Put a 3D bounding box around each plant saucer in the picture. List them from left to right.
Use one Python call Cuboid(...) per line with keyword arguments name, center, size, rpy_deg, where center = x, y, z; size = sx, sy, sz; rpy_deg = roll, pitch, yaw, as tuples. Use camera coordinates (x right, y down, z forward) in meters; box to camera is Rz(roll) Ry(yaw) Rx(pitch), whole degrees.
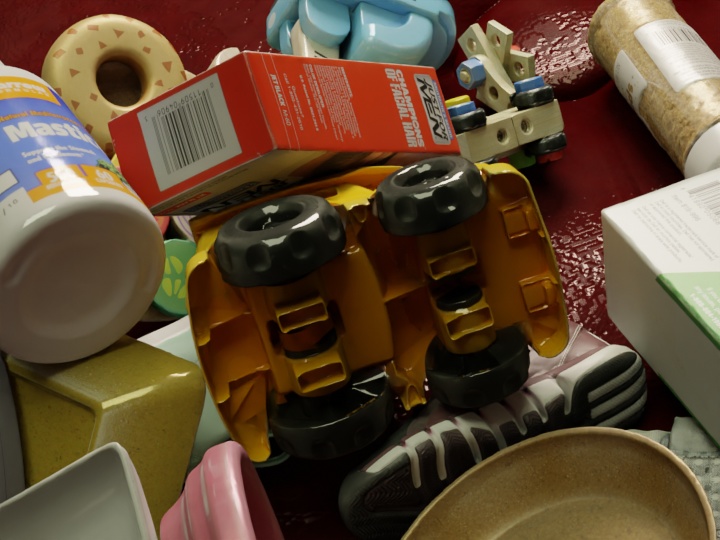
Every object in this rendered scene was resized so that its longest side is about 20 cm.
Cuboid(name="plant saucer", center=(-0.194, 0.123, 1.102), size=(0.199, 0.048, 0.201), rpy_deg=(19, 97, 37))
Cuboid(name="plant saucer", center=(-0.051, 0.186, 0.949), size=(0.051, 0.201, 0.201), rpy_deg=(-19, 41, 0))
Cuboid(name="plant saucer", center=(0.097, 0.172, 0.991), size=(0.200, 0.035, 0.201), rpy_deg=(-23, 39, 20))

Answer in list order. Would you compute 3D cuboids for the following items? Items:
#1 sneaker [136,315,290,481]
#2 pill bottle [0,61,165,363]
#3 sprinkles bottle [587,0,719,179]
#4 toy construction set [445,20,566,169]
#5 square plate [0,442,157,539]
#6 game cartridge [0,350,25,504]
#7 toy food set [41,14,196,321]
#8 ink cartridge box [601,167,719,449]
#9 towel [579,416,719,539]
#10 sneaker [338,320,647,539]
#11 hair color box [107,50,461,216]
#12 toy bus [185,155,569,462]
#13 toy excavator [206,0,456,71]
Cuboid(name="sneaker", center=(-0.054, 0.064, 1.193), size=(0.200, 0.074, 0.118), rpy_deg=(-33, 56, -25))
Cuboid(name="pill bottle", center=(-0.200, -0.047, 1.098), size=(0.112, 0.112, 0.200), rpy_deg=(-31, 48, -12))
Cuboid(name="sprinkles bottle", center=(0.215, -0.112, 1.267), size=(0.068, 0.068, 0.200), rpy_deg=(-22, 40, -2))
Cuboid(name="toy construction set", center=(0.060, -0.093, 1.304), size=(0.200, 0.092, 0.131), rpy_deg=(-38, 18, -30))
Cuboid(name="square plate", center=(-0.148, 0.210, 0.967), size=(0.198, 0.028, 0.201), rpy_deg=(-29, 74, 36))
Cuboid(name="game cartridge", center=(-0.247, 0.118, 1.090), size=(0.133, 0.041, 0.201), rpy_deg=(-15, 77, 30))
Cuboid(name="toy food set", center=(-0.141, -0.060, 1.270), size=(0.197, 0.049, 0.200), rpy_deg=(30, 59, -7))
Cuboid(name="ink cartridge box", center=(0.258, 0.001, 1.093), size=(0.199, 0.083, 0.147), rpy_deg=(-20, 39, -12))
Cuboid(name="towel", center=(0.206, 0.154, 1.006), size=(0.192, 0.035, 0.200), rpy_deg=(-2, 43, 21))
Cuboid(name="sneaker", center=(0.059, 0.084, 1.125), size=(0.199, 0.076, 0.115), rpy_deg=(-23, 34, -19))
Cuboid(name="hair color box", center=(-0.041, -0.078, 1.150), size=(0.111, 0.064, 0.200), rpy_deg=(-23, -9, 33))
Cuboid(name="toy bus", center=(0.000, 0.000, 1.106), size=(0.199, 0.136, 0.192), rpy_deg=(-18, 20, -2))
Cuboid(name="toy excavator", center=(-0.020, -0.152, 1.327), size=(0.194, 0.100, 0.201), rpy_deg=(16, 45, -24))
